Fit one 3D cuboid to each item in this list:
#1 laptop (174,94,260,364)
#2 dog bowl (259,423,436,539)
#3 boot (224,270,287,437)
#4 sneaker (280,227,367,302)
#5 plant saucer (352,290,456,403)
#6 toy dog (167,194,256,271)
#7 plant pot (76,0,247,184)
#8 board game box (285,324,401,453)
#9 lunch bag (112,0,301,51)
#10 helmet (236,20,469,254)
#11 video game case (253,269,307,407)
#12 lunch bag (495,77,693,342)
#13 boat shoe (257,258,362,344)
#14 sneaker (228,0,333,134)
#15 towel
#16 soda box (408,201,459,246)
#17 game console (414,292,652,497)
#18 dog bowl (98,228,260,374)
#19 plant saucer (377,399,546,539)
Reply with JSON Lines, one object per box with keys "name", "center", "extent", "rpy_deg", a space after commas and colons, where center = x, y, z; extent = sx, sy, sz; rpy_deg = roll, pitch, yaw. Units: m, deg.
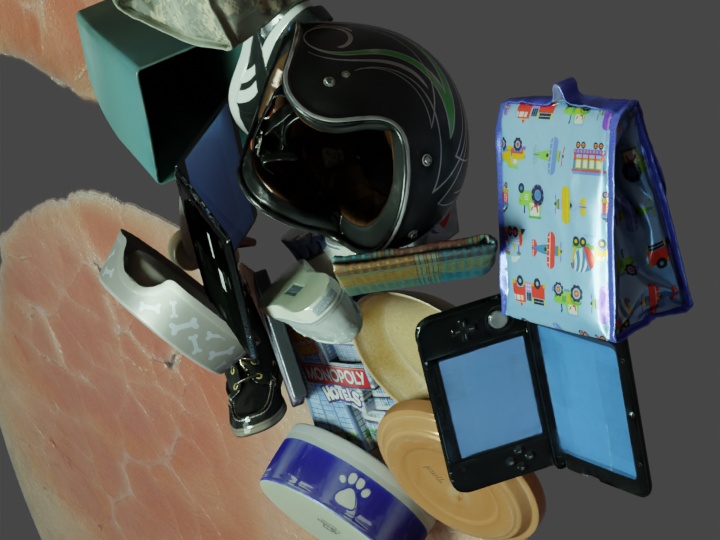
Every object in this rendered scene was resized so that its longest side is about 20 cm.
{"name": "laptop", "center": [-0.122, -0.043, 1.680], "extent": [0.200, 0.103, 0.178], "rpy_deg": [50, 159, 42]}
{"name": "dog bowl", "center": [-0.015, 0.265, 1.882], "extent": [0.199, 0.079, 0.200], "rpy_deg": [31, 162, 11]}
{"name": "boot", "center": [-0.141, 0.096, 1.927], "extent": [0.200, 0.072, 0.152], "rpy_deg": [-85, -24, -68]}
{"name": "sneaker", "center": [0.000, 0.000, 1.697], "extent": [0.116, 0.080, 0.199], "rpy_deg": [62, 158, -14]}
{"name": "plant saucer", "center": [0.079, 0.088, 1.651], "extent": [0.199, 0.035, 0.201], "rpy_deg": [29, 146, 22]}
{"name": "toy dog", "center": [-0.163, -0.083, 1.876], "extent": [0.132, 0.096, 0.202], "rpy_deg": [45, 136, 38]}
{"name": "plant pot", "center": [-0.216, -0.220, 1.762], "extent": [0.200, 0.140, 0.142], "rpy_deg": [40, 147, 42]}
{"name": "board game box", "center": [-0.010, 0.103, 1.815], "extent": [0.199, 0.061, 0.202], "rpy_deg": [1, 119, 57]}
{"name": "lunch bag", "center": [-0.133, -0.297, 1.520], "extent": [0.199, 0.164, 0.118], "rpy_deg": [17, 137, 50]}
{"name": "helmet", "center": [0.003, -0.117, 1.447], "extent": [0.189, 0.202, 0.200], "rpy_deg": [20, 151, -10]}
{"name": "video game case", "center": [-0.091, 0.081, 1.858], "extent": [0.200, 0.019, 0.144], "rpy_deg": [116, 136, -81]}
{"name": "lunch bag", "center": [0.178, -0.058, 1.353], "extent": [0.150, 0.093, 0.202], "rpy_deg": [13, 119, 56]}
{"name": "boat shoe", "center": [-0.048, 0.040, 1.644], "extent": [0.072, 0.070, 0.201], "rpy_deg": [47, 172, -16]}
{"name": "sneaker", "center": [-0.069, -0.181, 1.623], "extent": [0.112, 0.073, 0.201], "rpy_deg": [44, 147, 27]}
{"name": "towel", "center": [0.049, -0.006, 1.453], "extent": [0.200, 0.145, 0.022], "rpy_deg": [64, -163, -83]}
{"name": "soda box", "center": [0.006, -0.086, 1.605], "extent": [0.199, 0.063, 0.069], "rpy_deg": [31, 143, 41]}
{"name": "game console", "center": [0.160, 0.129, 1.523], "extent": [0.117, 0.174, 0.202], "rpy_deg": [-115, 9, -62]}
{"name": "dog bowl", "center": [-0.203, 0.039, 1.801], "extent": [0.199, 0.059, 0.200], "rpy_deg": [39, -179, -1]}
{"name": "plant saucer", "center": [0.101, 0.217, 1.720], "extent": [0.199, 0.032, 0.201], "rpy_deg": [27, 145, 20]}
